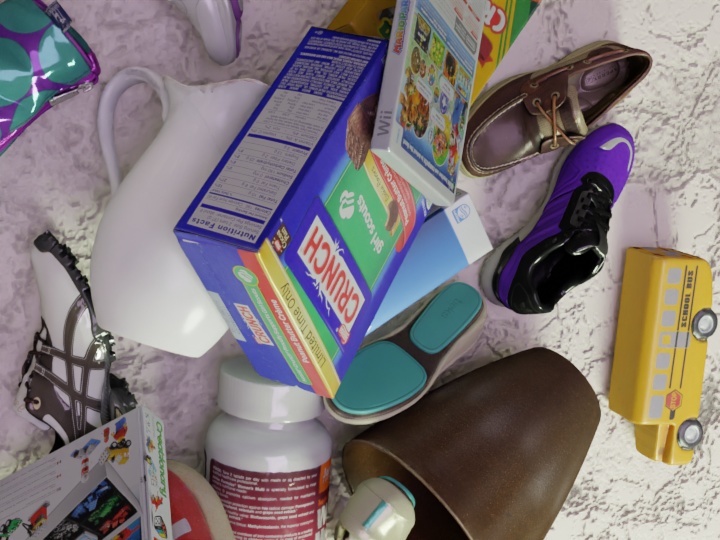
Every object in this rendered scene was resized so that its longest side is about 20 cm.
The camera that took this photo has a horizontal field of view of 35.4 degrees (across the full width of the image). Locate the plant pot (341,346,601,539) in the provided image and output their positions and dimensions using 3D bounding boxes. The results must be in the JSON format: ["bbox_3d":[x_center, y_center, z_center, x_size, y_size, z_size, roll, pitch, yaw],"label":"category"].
[{"bbox_3d":[0.115,0.164,0.998,0.199,0.186,0.189,-38,112,-25],"label":"plant pot"}]

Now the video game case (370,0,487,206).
[{"bbox_3d":[0.057,-0.165,0.842,0.143,0.018,0.204,29,69,-64],"label":"video game case"}]

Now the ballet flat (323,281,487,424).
[{"bbox_3d":[0.040,0.084,0.977,0.199,0.069,0.071,-34,112,-35],"label":"ballet flat"}]

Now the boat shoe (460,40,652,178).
[{"bbox_3d":[0.173,-0.144,1.000,0.198,0.072,0.073,-29,109,-13],"label":"boat shoe"}]

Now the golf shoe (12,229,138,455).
[{"bbox_3d":[-0.236,0.073,0.887,0.093,0.078,0.203,-20,106,-16],"label":"golf shoe"}]

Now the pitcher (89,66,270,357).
[{"bbox_3d":[-0.149,-0.050,0.855,0.121,0.169,0.204,22,84,-62],"label":"pitcher"}]

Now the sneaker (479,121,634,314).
[{"bbox_3d":[0.199,-0.040,1.015,0.069,0.099,0.201,37,87,-25],"label":"sneaker"}]

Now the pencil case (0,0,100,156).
[{"bbox_3d":[-0.283,-0.112,0.827,0.092,0.085,0.200,43,84,6],"label":"pencil case"}]

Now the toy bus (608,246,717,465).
[{"bbox_3d":[0.291,0.083,1.094,0.077,0.065,0.204,1,100,-20],"label":"toy bus"}]

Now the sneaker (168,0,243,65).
[{"bbox_3d":[-0.154,-0.249,0.869,0.098,0.075,0.203,-22,108,4],"label":"sneaker"}]

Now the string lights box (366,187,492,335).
[{"bbox_3d":[0.000,0.000,0.946,0.198,0.103,0.060,-34,115,-11],"label":"string lights box"}]

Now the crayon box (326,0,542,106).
[{"bbox_3d":[0.055,-0.198,0.927,0.127,0.051,0.201,43,67,-23],"label":"crayon box"}]

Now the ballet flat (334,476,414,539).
[{"bbox_3d":[0.001,0.238,0.953,0.068,0.070,0.201,-19,149,-16],"label":"ballet flat"}]

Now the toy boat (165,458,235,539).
[{"bbox_3d":[-0.165,0.248,0.867,0.129,0.131,0.202,-7,60,-38],"label":"toy boat"}]

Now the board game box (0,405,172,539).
[{"bbox_3d":[-0.231,0.200,0.846,0.198,0.128,0.035,-28,137,15],"label":"board game box"}]

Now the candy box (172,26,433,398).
[{"bbox_3d":[-0.029,-0.042,0.816,0.202,0.076,0.170,-60,148,-28],"label":"candy box"}]

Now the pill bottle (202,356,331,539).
[{"bbox_3d":[-0.080,0.182,0.949,0.108,0.109,0.204,1,100,-21],"label":"pill bottle"}]
